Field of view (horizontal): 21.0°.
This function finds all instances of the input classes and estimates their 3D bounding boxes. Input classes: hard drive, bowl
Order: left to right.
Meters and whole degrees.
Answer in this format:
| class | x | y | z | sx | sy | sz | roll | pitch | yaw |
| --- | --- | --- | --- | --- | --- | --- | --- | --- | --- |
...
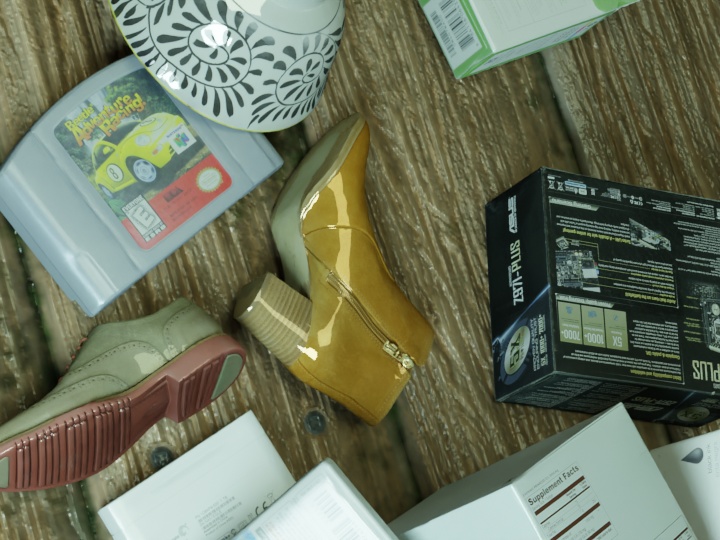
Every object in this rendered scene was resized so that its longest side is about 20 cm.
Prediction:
| class | x | y | z | sx | sy | sz | roll | pitch | yaw |
| --- | --- | --- | --- | --- | --- | --- | --- | --- | --- |
| bowl | -0.077 | -0.210 | 1.397 | 0.200 | 0.094 | 0.202 | 23 | 51 | -31 |
| hard drive | -0.072 | 0.213 | 1.308 | 0.131 | 0.027 | 0.201 | -32 | 89 | -35 |

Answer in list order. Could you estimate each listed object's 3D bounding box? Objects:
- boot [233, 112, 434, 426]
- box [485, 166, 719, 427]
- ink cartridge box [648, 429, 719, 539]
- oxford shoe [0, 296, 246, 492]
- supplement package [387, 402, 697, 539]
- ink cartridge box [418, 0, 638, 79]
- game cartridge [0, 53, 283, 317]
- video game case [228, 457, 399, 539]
| class | x | y | z | sx | sy | sz | roll | pitch | yaw |
| --- | --- | --- | --- | --- | --- | --- | --- | --- | --- |
| boot | 0.000 | 0.000 | 1.413 | 0.144 | 0.071 | 0.202 | 36 | 61 | -21 |
| box | 0.204 | 0.024 | 1.504 | 0.198 | 0.086 | 0.165 | 8 | 68 | -28 |
| ink cartridge box | 0.244 | 0.201 | 1.386 | 0.082 | 0.199 | 0.148 | 14 | 64 | -37 |
| oxford shoe | -0.174 | 0.081 | 1.286 | 0.199 | 0.071 | 0.075 | -25 | 59 | -33 |
| supplement package | 0.123 | 0.231 | 1.302 | 0.147 | 0.191 | 0.201 | -27 | 88 | -48 |
| ink cartridge box | 0.141 | -0.237 | 1.582 | 0.199 | 0.059 | 0.105 | -23 | 85 | -35 |
| game cartridge | -0.159 | -0.075 | 1.360 | 0.133 | 0.041 | 0.200 | 49 | 55 | -1 |
| video game case | -0.025 | 0.253 | 1.241 | 0.182 | 0.024 | 0.200 | -41 | 89 | 9 |
